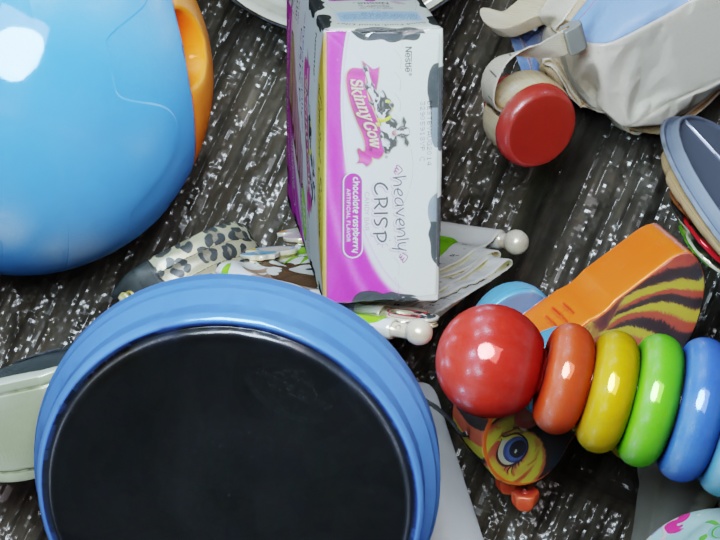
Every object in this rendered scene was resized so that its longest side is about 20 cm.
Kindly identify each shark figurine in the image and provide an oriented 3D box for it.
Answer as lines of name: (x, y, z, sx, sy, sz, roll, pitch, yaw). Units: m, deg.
shark figurine: (0.148, 0.116, 1.516, 0.089, 0.128, 0.216, 24, 98, -2)

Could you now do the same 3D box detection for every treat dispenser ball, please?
treat dispenser ball: (-0.175, -0.098, 1.523, 0.199, 0.201, 0.202, 0, 71, 0)

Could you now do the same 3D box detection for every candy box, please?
candy box: (-0.001, -0.075, 1.481, 0.061, 0.200, 0.137, -2, 105, -7)

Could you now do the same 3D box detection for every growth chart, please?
growth chart: (0.000, 0.000, 1.498, 0.144, 0.200, 0.018, 7, 107, 20)

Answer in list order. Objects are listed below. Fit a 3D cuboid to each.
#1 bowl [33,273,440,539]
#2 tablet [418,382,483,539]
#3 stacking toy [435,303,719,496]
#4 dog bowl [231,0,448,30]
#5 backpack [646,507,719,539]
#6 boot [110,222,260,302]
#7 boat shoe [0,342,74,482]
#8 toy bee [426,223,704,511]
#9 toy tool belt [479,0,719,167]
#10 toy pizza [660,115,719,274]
bowl: (-0.061, 0.101, 1.410, 0.199, 0.039, 0.202, 2, 114, 5)
tablet: (0.010, 0.169, 1.489, 0.129, 0.014, 0.201, -18, 91, -20)
stacking toy: (0.133, 0.060, 1.396, 0.199, 0.085, 0.086, 14, 71, -4)
dog bowl: (-0.015, -0.229, 1.590, 0.198, 0.074, 0.202, -1, 99, -8)
backpack: (0.187, 0.221, 1.404, 0.177, 0.151, 0.201, 24, 91, -18)
boot: (-0.097, 0.080, 1.532, 0.203, 0.074, 0.154, -31, 72, -15)
boat shoe: (-0.104, 0.062, 1.468, 0.198, 0.066, 0.075, -13, 107, 17)
toy bee: (0.086, 0.061, 1.495, 0.199, 0.109, 0.131, -15, 36, 5)
toy tool belt: (0.133, -0.134, 1.597, 0.199, 0.125, 0.123, -29, 37, -13)
toy pizza: (0.220, 0.000, 1.512, 0.032, 0.200, 0.201, -44, 75, 19)
